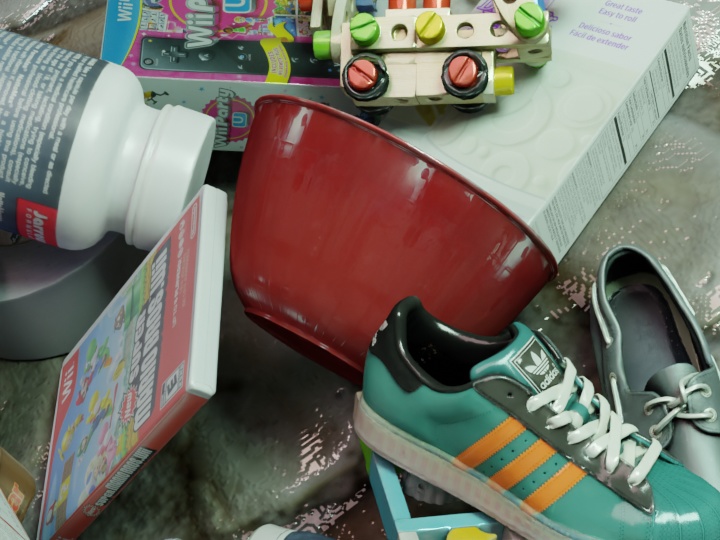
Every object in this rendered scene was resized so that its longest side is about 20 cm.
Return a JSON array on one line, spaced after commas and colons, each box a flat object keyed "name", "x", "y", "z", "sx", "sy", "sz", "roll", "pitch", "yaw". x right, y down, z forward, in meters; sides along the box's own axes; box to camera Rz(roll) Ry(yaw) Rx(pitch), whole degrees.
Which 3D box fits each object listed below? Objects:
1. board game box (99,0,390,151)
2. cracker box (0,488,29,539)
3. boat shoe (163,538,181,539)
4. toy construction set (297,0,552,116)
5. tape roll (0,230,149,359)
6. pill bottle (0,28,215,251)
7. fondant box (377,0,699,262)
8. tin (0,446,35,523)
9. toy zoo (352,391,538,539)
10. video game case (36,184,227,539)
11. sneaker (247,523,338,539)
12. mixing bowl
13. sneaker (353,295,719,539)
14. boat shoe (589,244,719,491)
[{"name": "board game box", "x": -0.077, "y": -0.154, "z": 1.003, "sx": 0.197, "sy": 0.065, "sz": 0.149, "roll": 1, "pitch": 47, "yaw": -5}, {"name": "cracker box", "x": -0.206, "y": 0.176, "z": 0.664, "sx": 0.134, "sy": 0.058, "sz": 0.200, "roll": -41, "pitch": 40, "yaw": -7}, {"name": "boat shoe", "x": -0.132, "y": 0.233, "z": 0.745, "sx": 0.085, "sy": 0.075, "sz": 0.203, "roll": -15, "pitch": 45, "yaw": 11}, {"name": "toy construction set", "x": 0.044, "y": -0.165, "z": 0.903, "sx": 0.198, "sy": 0.092, "sz": 0.133, "roll": -3, "pitch": 80, "yaw": 25}, {"name": "tape roll", "x": -0.217, "y": -0.038, "z": 1.013, "sx": 0.198, "sy": 0.066, "sz": 0.202, "roll": -11, "pitch": 49, "yaw": 13}, {"name": "pill bottle", "x": -0.196, "y": -0.079, "z": 0.890, "sx": 0.198, "sy": 0.120, "sz": 0.121, "roll": 17, "pitch": 55, "yaw": -1}, {"name": "fondant box", "x": 0.106, "y": -0.100, "z": 0.932, "sx": 0.143, "sy": 0.059, "sz": 0.201, "roll": 22, "pitch": 62, "yaw": 36}, {"name": "tin", "x": -0.261, "y": 0.165, "z": 0.829, "sx": 0.199, "sy": 0.042, "sz": 0.112, "roll": -28, "pitch": 25, "yaw": 35}, {"name": "toy zoo", "x": 0.077, "y": 0.127, "z": 0.717, "sx": 0.129, "sy": 0.021, "sz": 0.201, "roll": -2, "pitch": 34, "yaw": -13}, {"name": "video game case", "x": -0.135, "y": 0.062, "z": 0.845, "sx": 0.200, "sy": 0.017, "sz": 0.144, "roll": -46, "pitch": 33, "yaw": 39}, {"name": "sneaker", "x": -0.012, "y": 0.223, "z": 0.701, "sx": 0.144, "sy": 0.077, "sz": 0.204, "roll": 3, "pitch": 56, "yaw": 24}, {"name": "mixing bowl", "x": 0.000, "y": 0.000, "z": 0.818, "sx": 0.199, "sy": 0.200, "sz": 0.109, "roll": 24, "pitch": 79, "yaw": 36}, {"name": "sneaker", "x": 0.088, "y": 0.076, "z": 0.699, "sx": 0.198, "sy": 0.081, "sz": 0.071, "roll": 21, "pitch": 31, "yaw": 21}, {"name": "boat shoe", "x": 0.159, "y": 0.072, "z": 0.762, "sx": 0.072, "sy": 0.062, "sz": 0.202, "roll": -14, "pitch": 49, "yaw": 9}]
